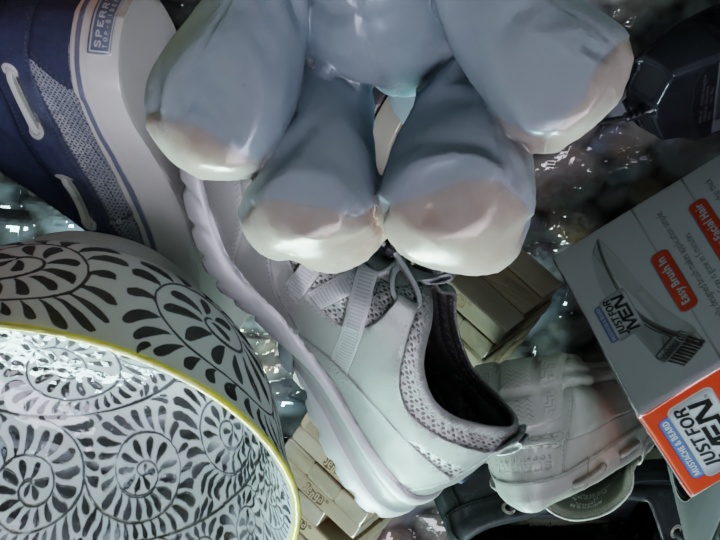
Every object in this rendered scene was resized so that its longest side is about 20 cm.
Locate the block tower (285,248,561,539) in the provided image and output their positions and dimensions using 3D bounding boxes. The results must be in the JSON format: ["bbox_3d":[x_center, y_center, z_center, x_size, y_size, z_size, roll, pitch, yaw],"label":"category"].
[{"bbox_3d":[0.018,0.058,1.168,0.058,0.054,0.200,42,130,13],"label":"block tower"}]

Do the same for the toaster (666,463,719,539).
[{"bbox_3d":[0.246,0.099,1.163,0.199,0.181,0.119,2,134,-9],"label":"toaster"}]

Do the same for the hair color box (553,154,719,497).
[{"bbox_3d":[0.191,-0.008,1.067,0.199,0.111,0.064,-31,129,6],"label":"hair color box"}]

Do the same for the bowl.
[{"bbox_3d":[-0.114,0.047,1.044,0.199,0.095,0.201,7,142,6],"label":"bowl"}]

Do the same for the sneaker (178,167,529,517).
[{"bbox_3d":[0.000,0.000,1.026,0.082,0.075,0.201,-21,112,30],"label":"sneaker"}]

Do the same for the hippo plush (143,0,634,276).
[{"bbox_3d":[0.004,-0.093,0.946,0.159,0.161,0.200,-35,92,11],"label":"hippo plush"}]

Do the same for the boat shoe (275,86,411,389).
[{"bbox_3d":[-0.010,-0.029,1.103,0.063,0.073,0.200,37,142,16],"label":"boat shoe"}]

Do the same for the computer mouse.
[{"bbox_3d":[0.099,-0.070,1.049,0.199,0.034,0.059,-19,150,-12],"label":"computer mouse"}]

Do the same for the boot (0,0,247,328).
[{"bbox_3d":[-0.107,-0.046,1.063,0.090,0.073,0.200,5,143,20],"label":"boot"}]

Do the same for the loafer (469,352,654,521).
[{"bbox_3d":[0.094,0.076,1.144,0.070,0.070,0.200,-8,174,21],"label":"loafer"}]

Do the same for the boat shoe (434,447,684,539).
[{"bbox_3d":[0.128,0.123,1.252,0.198,0.066,0.075,13,139,-20],"label":"boat shoe"}]
